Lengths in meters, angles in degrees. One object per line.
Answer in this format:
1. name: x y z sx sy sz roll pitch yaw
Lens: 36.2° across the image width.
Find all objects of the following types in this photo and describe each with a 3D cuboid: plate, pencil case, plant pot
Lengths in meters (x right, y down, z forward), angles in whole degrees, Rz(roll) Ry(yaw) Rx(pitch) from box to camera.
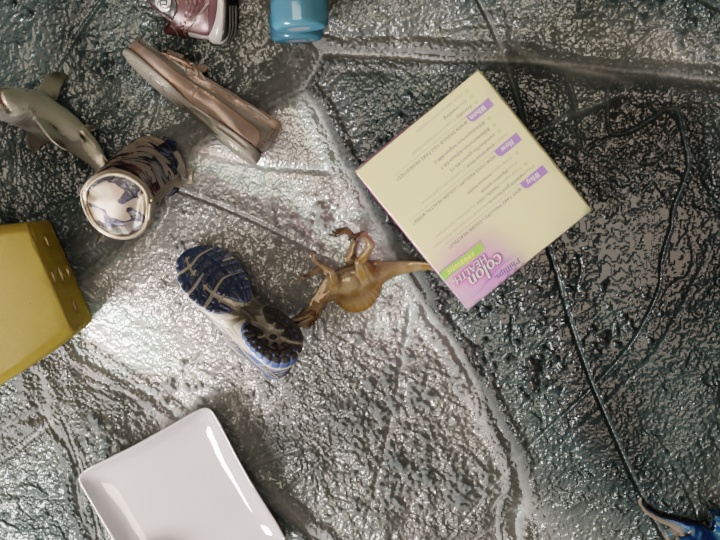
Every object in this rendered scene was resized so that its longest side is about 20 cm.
1. plate: -0.220 0.293 1.368 0.199 0.032 0.200 -29 94 11
2. pencil case: -0.249 -0.096 1.234 0.089 0.200 0.078 -1 108 3
3. plant pot: -0.430 0.036 1.286 0.176 0.200 0.200 -23 95 -2

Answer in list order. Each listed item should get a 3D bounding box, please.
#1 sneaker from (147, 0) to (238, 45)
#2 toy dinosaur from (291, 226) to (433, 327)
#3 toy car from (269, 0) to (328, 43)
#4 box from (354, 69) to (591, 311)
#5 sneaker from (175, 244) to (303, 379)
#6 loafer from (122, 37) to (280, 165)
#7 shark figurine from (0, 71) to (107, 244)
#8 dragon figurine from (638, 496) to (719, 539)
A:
1. sneaker: -0.200 -0.362 1.257 0.115 0.076 0.201 4 99 9
2. toy dinosaur: 0.000 0.000 1.301 0.200 0.058 0.101 -22 112 -4
3. toy car: -0.004 -0.353 1.196 0.199 0.177 0.185 -5 94 -5
4. box: 0.123 -0.089 1.235 0.176 0.097 0.200 -40 91 3
5. sneaker: -0.151 0.056 1.305 0.077 0.085 0.200 -34 68 -25
6. loafer: -0.183 -0.207 1.285 0.200 0.072 0.063 40 83 -6
7. shark figurine: -0.359 -0.145 1.316 0.089 0.128 0.214 -31 112 34
8. dragon figurine: 0.413 0.310 1.283 0.099 0.059 0.200 -40 92 10
